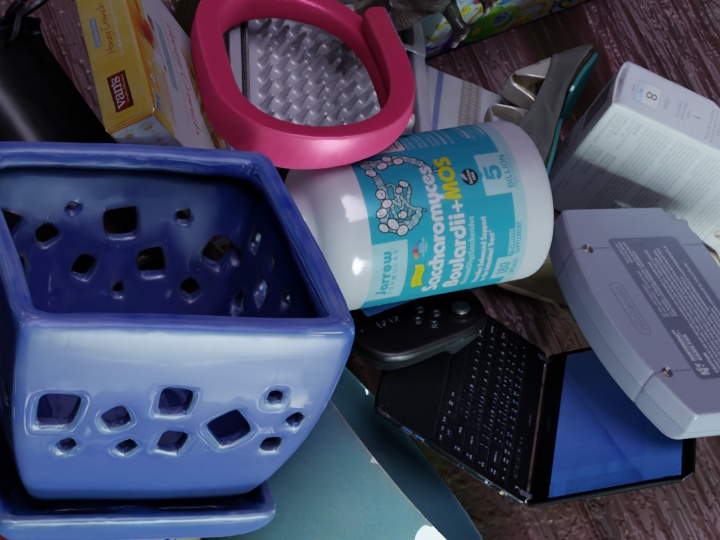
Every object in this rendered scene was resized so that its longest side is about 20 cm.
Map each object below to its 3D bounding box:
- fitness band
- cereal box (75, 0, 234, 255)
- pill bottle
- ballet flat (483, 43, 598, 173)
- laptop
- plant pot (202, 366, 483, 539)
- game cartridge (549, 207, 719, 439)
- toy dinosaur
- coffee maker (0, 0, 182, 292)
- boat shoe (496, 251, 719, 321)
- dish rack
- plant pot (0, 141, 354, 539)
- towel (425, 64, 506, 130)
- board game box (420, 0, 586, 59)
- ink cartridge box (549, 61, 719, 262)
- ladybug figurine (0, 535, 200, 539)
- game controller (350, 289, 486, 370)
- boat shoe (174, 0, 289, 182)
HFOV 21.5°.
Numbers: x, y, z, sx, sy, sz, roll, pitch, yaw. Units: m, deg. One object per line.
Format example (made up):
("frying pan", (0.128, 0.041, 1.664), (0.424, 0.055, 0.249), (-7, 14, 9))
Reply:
("fitness band", (-0.040, -0.135, 1.282), (0.142, 0.038, 0.201), (-2, 40, -14))
("cereal box", (-0.128, -0.113, 1.268), (0.039, 0.200, 0.145), (-22, 63, 9))
("pill bottle", (0.022, -0.034, 1.283), (0.198, 0.111, 0.112), (-11, 68, -20))
("ballet flat", (0.133, -0.124, 1.468), (0.063, 0.068, 0.201), (25, 44, 2))
("laptop", (0.128, 0.069, 1.336), (0.199, 0.103, 0.178), (33, 33, -11))
("plant pot", (-0.025, 0.162, 1.246), (0.135, 0.200, 0.200), (-40, 79, 6))
("game cartridge", (0.217, 0.035, 1.345), (0.132, 0.041, 0.201), (1, 45, -34))
("toy dinosaur", (0.058, -0.234, 1.401), (0.102, 0.077, 0.201), (34, 66, -10))
("coffee maker", (-0.207, -0.061, 1.279), (0.200, 0.192, 0.134), (49, 44, 8))
("boat shoe", (0.188, 0.014, 1.441), (0.198, 0.072, 0.065), (8, 61, -20))
("dish rack", (-0.030, -0.140, 1.393), (0.171, 0.044, 0.201), (18, 47, -26))
("plant pot", (-0.137, 0.049, 1.133), (0.198, 0.181, 0.200), (2, 33, -22))
("towel", (0.048, -0.102, 1.463), (0.199, 0.024, 0.148), (20, 48, -14))
("board game box", (0.116, -0.262, 1.535), (0.199, 0.103, 0.105), (-22, 73, -26))
("ink cartridge box", (0.253, -0.065, 1.448), (0.199, 0.160, 0.048), (23, 61, -6))
("ladybug figurine", (-0.191, 0.154, 1.204), (0.198, 0.136, 0.073), (13, 101, 8))
("game controller", (0.000, 0.000, 1.355), (0.104, 0.042, 0.200), (-11, 39, -34))
("boat shoe", (-0.095, -0.135, 1.429), (0.064, 0.073, 0.201), (7, 59, -34))
